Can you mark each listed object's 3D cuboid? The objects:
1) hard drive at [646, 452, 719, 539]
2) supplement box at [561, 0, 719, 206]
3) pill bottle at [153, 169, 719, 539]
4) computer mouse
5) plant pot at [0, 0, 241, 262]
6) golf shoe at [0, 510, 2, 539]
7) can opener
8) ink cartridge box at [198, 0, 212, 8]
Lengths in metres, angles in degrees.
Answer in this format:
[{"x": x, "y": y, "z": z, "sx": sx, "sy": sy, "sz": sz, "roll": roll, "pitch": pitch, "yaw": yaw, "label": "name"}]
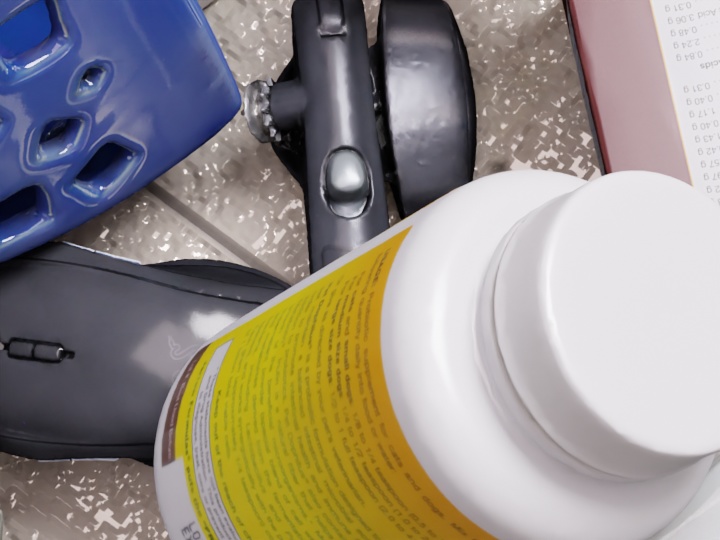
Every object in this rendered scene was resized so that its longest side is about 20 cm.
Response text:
[{"x": 0.144, "y": 0.101, "z": 0.751, "sx": 0.200, "sy": 0.026, "sz": 0.132, "roll": -41, "pitch": 94, "yaw": 7, "label": "hard drive"}, {"x": 0.176, "y": -0.038, "z": 0.838, "sx": 0.197, "sy": 0.133, "sz": 0.201, "roll": -12, "pitch": 77, "yaw": 5, "label": "supplement box"}, {"x": 0.029, "y": 0.039, "z": 0.757, "sx": 0.109, "sy": 0.200, "sz": 0.110, "roll": 11, "pitch": 68, "yaw": -28, "label": "pill bottle"}, {"x": -0.114, "y": 0.054, "z": 0.884, "sx": 0.199, "sy": 0.046, "sz": 0.141, "roll": 12, "pitch": 90, "yaw": 22, "label": "computer mouse"}, {"x": -0.184, "y": -0.094, "z": 0.840, "sx": 0.180, "sy": 0.200, "sz": 0.200, "roll": -45, "pitch": 58, "yaw": -10, "label": "plant pot"}, {"x": -0.208, "y": 0.105, "z": 0.880, "sx": 0.199, "sy": 0.073, "sz": 0.092, "roll": -21, "pitch": 93, "yaw": 15, "label": "golf shoe"}, {"x": 0.000, "y": 0.000, "z": 0.892, "sx": 0.078, "sy": 0.063, "sz": 0.201, "roll": -2, "pitch": 78, "yaw": 7, "label": "can opener"}, {"x": -0.072, "y": -0.215, "z": 0.936, "sx": 0.146, "sy": 0.083, "sz": 0.200, "roll": -37, "pitch": 76, "yaw": 0, "label": "ink cartridge box"}]
